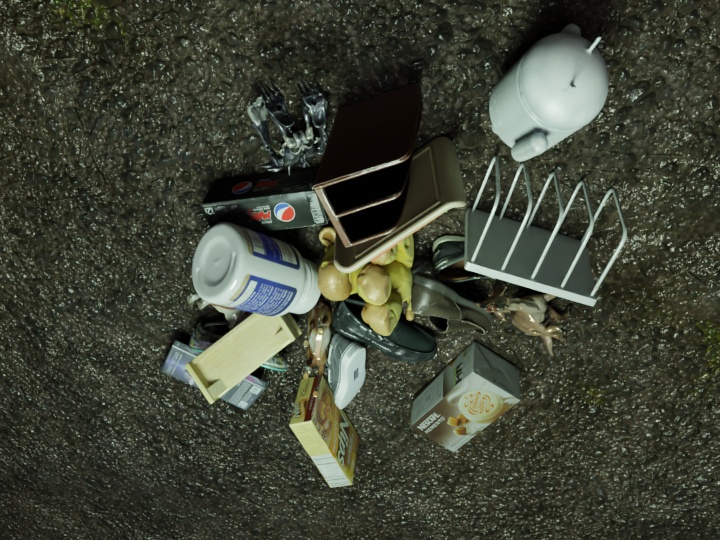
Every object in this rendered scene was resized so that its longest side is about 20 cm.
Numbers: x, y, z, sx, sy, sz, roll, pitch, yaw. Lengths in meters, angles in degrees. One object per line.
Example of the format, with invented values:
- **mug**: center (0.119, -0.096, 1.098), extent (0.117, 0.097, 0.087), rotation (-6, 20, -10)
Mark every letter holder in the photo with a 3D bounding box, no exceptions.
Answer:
- **letter holder**: center (0.033, -0.149, 0.946), extent (0.139, 0.203, 0.102), rotation (-16, 126, 22)

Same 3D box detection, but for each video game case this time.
- **video game case**: center (-0.295, 0.212, 1.397), extent (0.196, 0.019, 0.143), rotation (28, 145, -11)

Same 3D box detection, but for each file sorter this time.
- **file sorter**: center (0.262, -0.065, 1.013), extent (0.194, 0.140, 0.127), rotation (15, 128, -2)

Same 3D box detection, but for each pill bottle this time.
- **pill bottle**: center (-0.155, 0.007, 1.105), extent (0.118, 0.123, 0.198), rotation (-28, 151, 29)

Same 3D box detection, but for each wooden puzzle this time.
- **wooden puzzle**: center (0.054, -0.091, 0.983), extent (0.197, 0.187, 0.037), rotation (-28, 122, 19)

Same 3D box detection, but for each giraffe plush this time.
- **giraffe plush**: center (0.000, 0.000, 1.118), extent (0.158, 0.199, 0.178), rotation (7, 93, 23)

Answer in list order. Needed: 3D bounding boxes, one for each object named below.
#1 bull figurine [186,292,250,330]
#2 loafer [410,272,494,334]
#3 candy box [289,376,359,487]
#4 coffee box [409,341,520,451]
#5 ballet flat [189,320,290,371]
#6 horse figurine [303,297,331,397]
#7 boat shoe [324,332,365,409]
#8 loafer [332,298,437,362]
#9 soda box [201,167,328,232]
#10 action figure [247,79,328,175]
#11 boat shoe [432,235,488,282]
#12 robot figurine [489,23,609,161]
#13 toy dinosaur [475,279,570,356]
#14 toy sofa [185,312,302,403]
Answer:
- **bull figurine**: center (-0.226, 0.023, 1.209), extent (0.119, 0.065, 0.203), rotation (-11, 135, -41)
- **loafer**: center (0.143, 0.068, 1.151), extent (0.198, 0.072, 0.073), rotation (28, 87, -37)
- **candy box**: center (-0.068, 0.324, 1.404), extent (0.054, 0.117, 0.203), rotation (-13, 126, 21)
- **coffee box**: center (0.192, 0.239, 1.309), extent (0.113, 0.081, 0.200), rotation (31, 128, -15)
- **ballet flat**: center (-0.223, 0.135, 1.316), extent (0.194, 0.073, 0.073), rotation (13, 131, 1)
- **horse figurine**: center (-0.079, 0.122, 1.253), extent (0.048, 0.133, 0.205), rotation (5, 118, 3)
- **boat shoe**: center (-0.036, 0.189, 1.325), extent (0.067, 0.071, 0.202), rotation (37, 150, 23)
- **loafer**: center (0.046, 0.104, 1.235), extent (0.196, 0.069, 0.071), rotation (21, 139, -2)
- **soda box**: center (-0.144, -0.107, 1.098), extent (0.194, 0.072, 0.065), rotation (-5, 128, 14)
- **action figure**: center (-0.094, -0.207, 0.990), extent (0.116, 0.105, 0.200), rotation (-16, 172, -10)
- **boat shoe**: center (0.211, -0.011, 1.114), extent (0.194, 0.069, 0.073), rotation (1, 130, 7)
- **robot figurine**: center (0.232, -0.218, 0.874), extent (0.110, 0.174, 0.200), rotation (18, 169, -9)
- **toy dinosaur**: center (0.272, 0.070, 1.160), extent (0.132, 0.088, 0.201), rotation (-1, 150, 25)
- **toy sofa**: center (-0.202, 0.137, 1.236), extent (0.198, 0.098, 0.084), rotation (-37, 90, 5)
